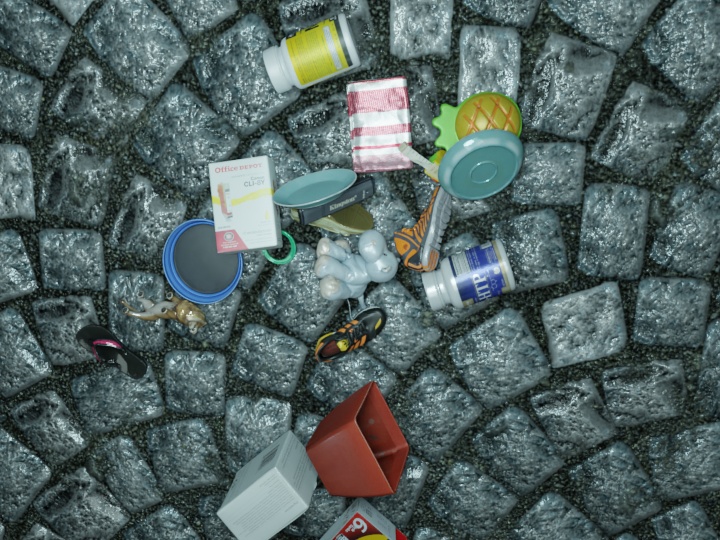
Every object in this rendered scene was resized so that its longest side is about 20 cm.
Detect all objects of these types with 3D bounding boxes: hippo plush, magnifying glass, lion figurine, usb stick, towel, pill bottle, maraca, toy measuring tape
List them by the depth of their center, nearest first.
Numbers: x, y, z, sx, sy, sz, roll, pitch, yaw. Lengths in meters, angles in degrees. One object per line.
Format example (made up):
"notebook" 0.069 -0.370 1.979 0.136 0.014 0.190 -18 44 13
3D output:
"pill bottle" -0.105 -0.467 1.543 0.195 0.114 0.117 -19 100 8
"maraca" 0.254 -0.315 1.545 0.194 0.107 0.142 -8 89 2
"toy measuring tape" 0.157 -0.247 1.570 0.197 0.074 0.074 27 105 -32
"hippo plush" 0.000 0.000 1.595 0.158 0.159 0.204 -20 99 30
"usb stick" -0.054 -0.159 1.601 0.196 0.033 0.057 -25 133 -20
"towel" 0.044 -0.328 1.608 0.139 0.023 0.206 -4 102 5
"pill bottle" 0.244 0.017 1.615 0.195 0.120 0.123 -20 100 9
"magnifying glass" -0.242 -0.084 1.689 0.196 0.022 0.081 29 104 -4
"lion figurine" -0.477 0.098 1.722 0.194 0.123 0.074 8 72 19

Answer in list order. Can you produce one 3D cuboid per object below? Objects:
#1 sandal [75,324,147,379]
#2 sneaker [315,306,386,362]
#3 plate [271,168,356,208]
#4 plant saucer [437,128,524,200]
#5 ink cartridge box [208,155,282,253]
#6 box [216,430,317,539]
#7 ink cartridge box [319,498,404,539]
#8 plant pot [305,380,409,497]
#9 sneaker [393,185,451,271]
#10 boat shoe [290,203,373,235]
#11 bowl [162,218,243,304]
"sandal" -0.623 0.204 1.772 0.197 0.045 0.076 34 103 -3
"sneaker" -0.022 0.161 1.686 0.197 0.090 0.071 -31 99 11
"plate" -0.100 -0.176 1.567 0.194 0.201 0.026 -13 116 8
"plant saucer" 0.265 -0.220 1.543 0.194 0.028 0.203 -8 142 -6
"ink cartridge box" -0.261 -0.148 1.619 0.140 0.083 0.207 -7 88 4
"box" -0.218 0.533 1.729 0.199 0.199 0.132 -39 96 12
"ink cartridge box" -0.002 0.715 1.810 0.175 0.084 0.201 39 102 -5
"plant pot" -0.015 0.422 1.700 0.173 0.200 0.204 -26 99 21
"sneaker" 0.135 -0.103 1.620 0.110 0.077 0.205 10 76 35
"boat shoe" -0.067 -0.123 1.647 0.195 0.064 0.075 12 61 -2
"bowl" -0.374 -0.024 1.703 0.194 0.039 0.207 1 103 5
